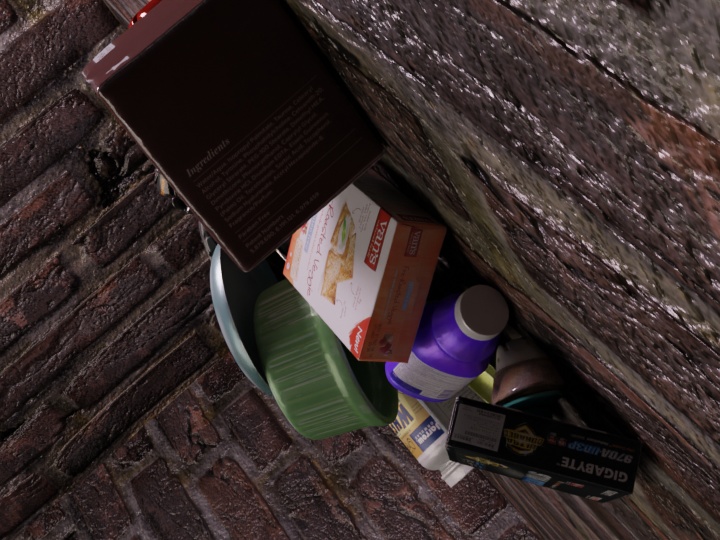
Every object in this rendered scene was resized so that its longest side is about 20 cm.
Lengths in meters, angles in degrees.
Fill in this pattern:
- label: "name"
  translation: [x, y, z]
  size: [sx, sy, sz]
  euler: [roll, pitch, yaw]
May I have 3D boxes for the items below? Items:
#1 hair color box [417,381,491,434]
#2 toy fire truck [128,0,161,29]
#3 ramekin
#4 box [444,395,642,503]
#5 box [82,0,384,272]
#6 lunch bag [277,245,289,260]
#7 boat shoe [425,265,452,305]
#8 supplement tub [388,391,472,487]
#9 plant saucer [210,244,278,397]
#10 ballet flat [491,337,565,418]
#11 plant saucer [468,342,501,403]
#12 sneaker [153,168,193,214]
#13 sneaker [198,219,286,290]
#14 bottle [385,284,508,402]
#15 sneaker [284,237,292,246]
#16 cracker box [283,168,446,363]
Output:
- label: "hair color box"
  translation: [0.107, 0.124, 1.395]
  size: [0.200, 0.099, 0.061]
  euler: [49, 177, 20]
- label: "toy fire truck"
  translation: [-0.170, -0.235, 1.272]
  size: [0.176, 0.129, 0.200]
  euler: [45, 156, -8]
- label: "ramekin"
  translation: [-0.040, 0.091, 1.305]
  size: [0.200, 0.097, 0.203]
  euler: [-22, -90, -76]
- label: "box"
  translation: [0.157, 0.162, 1.036]
  size: [0.157, 0.047, 0.200]
  euler: [14, 169, 8]
- label: "box"
  translation: [-0.114, -0.140, 1.017]
  size: [0.201, 0.164, 0.166]
  euler: [52, 176, -24]
- label: "lunch bag"
  translation: [-0.053, -0.048, 1.508]
  size: [0.164, 0.118, 0.200]
  euler: [45, 179, 41]
- label: "boat shoe"
  translation: [0.055, 0.008, 1.202]
  size: [0.200, 0.070, 0.064]
  euler: [-4, -92, -79]
- label: "supplement tub"
  translation: [0.103, 0.174, 1.562]
  size: [0.200, 0.144, 0.144]
  euler: [49, 176, 11]
- label: "plant saucer"
  translation: [-0.120, 0.054, 1.312]
  size: [0.200, 0.027, 0.203]
  euler: [-22, -89, -77]
- label: "ballet flat"
  translation: [0.147, 0.100, 1.058]
  size: [0.200, 0.067, 0.068]
  euler: [73, -176, -74]
- label: "plant saucer"
  translation: [0.137, 0.104, 1.250]
  size: [0.200, 0.031, 0.200]
  euler: [44, 171, 8]
- label: "sneaker"
  translation: [-0.196, -0.123, 1.297]
  size: [0.080, 0.087, 0.201]
  euler: [30, 164, 25]
- label: "sneaker"
  translation: [-0.138, -0.011, 1.424]
  size: [0.200, 0.075, 0.079]
  euler: [51, 171, -34]
- label: "bottle"
  translation: [0.084, 0.068, 1.096]
  size: [0.082, 0.066, 0.200]
  euler: [20, 156, -6]
- label: "sneaker"
  translation: [-0.079, -0.093, 1.359]
  size: [0.091, 0.075, 0.202]
  euler: [50, -156, -52]
- label: "cracker box"
  translation: [-0.002, -0.017, 1.103]
  size: [0.057, 0.136, 0.200]
  euler: [6, -160, -29]
